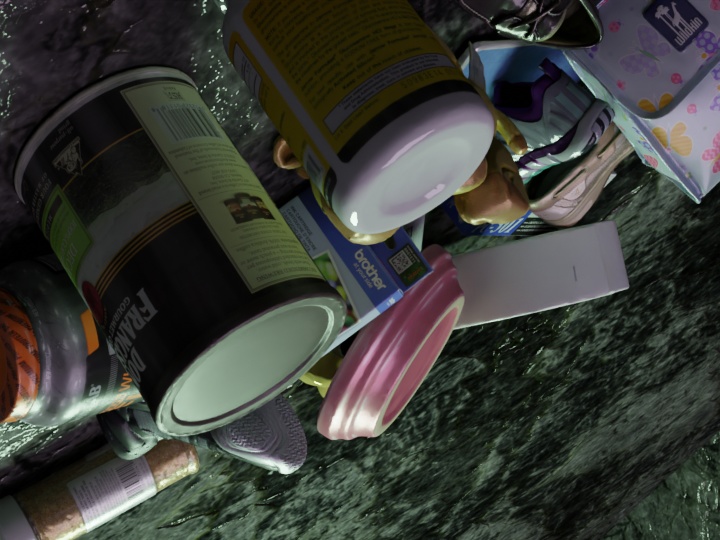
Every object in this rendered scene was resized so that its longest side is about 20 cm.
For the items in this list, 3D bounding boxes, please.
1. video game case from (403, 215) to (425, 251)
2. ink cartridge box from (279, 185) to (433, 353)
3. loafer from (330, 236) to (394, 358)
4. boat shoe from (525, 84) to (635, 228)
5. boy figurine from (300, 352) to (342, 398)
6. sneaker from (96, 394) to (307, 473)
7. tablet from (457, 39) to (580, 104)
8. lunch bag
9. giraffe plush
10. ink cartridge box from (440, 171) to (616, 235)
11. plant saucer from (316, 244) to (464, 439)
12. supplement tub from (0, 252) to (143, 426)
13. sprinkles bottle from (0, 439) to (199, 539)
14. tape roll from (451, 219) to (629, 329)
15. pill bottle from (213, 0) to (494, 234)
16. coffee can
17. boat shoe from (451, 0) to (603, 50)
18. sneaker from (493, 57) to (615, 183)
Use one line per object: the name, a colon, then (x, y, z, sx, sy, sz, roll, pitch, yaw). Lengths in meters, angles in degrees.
video game case: (-0.027, 0.026, 1.560, 0.199, 0.023, 0.182, -31, 158, -15)
ink cartridge box: (-0.052, 0.011, 1.349, 0.199, 0.120, 0.042, -35, 168, -1)
loafer: (0.000, 0.000, 1.441, 0.076, 0.067, 0.201, -21, 140, -29)
boat shoe: (0.217, -0.135, 1.492, 0.201, 0.072, 0.065, -56, 142, 5)
boy figurine: (-0.006, 0.084, 1.593, 0.199, 0.065, 0.125, -8, 142, -50)
sneaker: (-0.148, 0.130, 1.412, 0.114, 0.199, 0.076, -44, -160, 43)
tablet: (0.128, -0.159, 1.419, 0.199, 0.014, 0.130, -12, 149, -45)
lunch bag: (0.279, -0.187, 1.388, 0.169, 0.127, 0.200, -42, 122, 2)
giraffe plush: (0.023, -0.090, 1.253, 0.161, 0.173, 0.200, -32, -167, 21)
ink cartridge box: (0.169, -0.081, 1.603, 0.094, 0.044, 0.199, -49, 156, 26)
plant saucer: (0.035, 0.073, 1.462, 0.201, 0.051, 0.201, -55, 169, -15)
supplement tub: (-0.196, 0.043, 1.196, 0.199, 0.123, 0.123, -15, 151, -43)
sprinkles bottle: (-0.252, 0.207, 1.530, 0.199, 0.068, 0.068, -28, 158, -20)
tape roll: (0.162, 0.006, 1.594, 0.200, 0.072, 0.202, -12, 178, 0)
pill bottle: (-0.014, -0.131, 0.998, 0.112, 0.201, 0.113, -30, 159, -13)
coffee can: (-0.121, -0.013, 1.081, 0.146, 0.201, 0.147, -30, 158, -13)
boat shoe: (0.134, -0.209, 1.247, 0.072, 0.066, 0.200, -45, 157, 25)
sneaker: (0.134, -0.126, 1.417, 0.200, 0.088, 0.075, -29, -160, 53)
